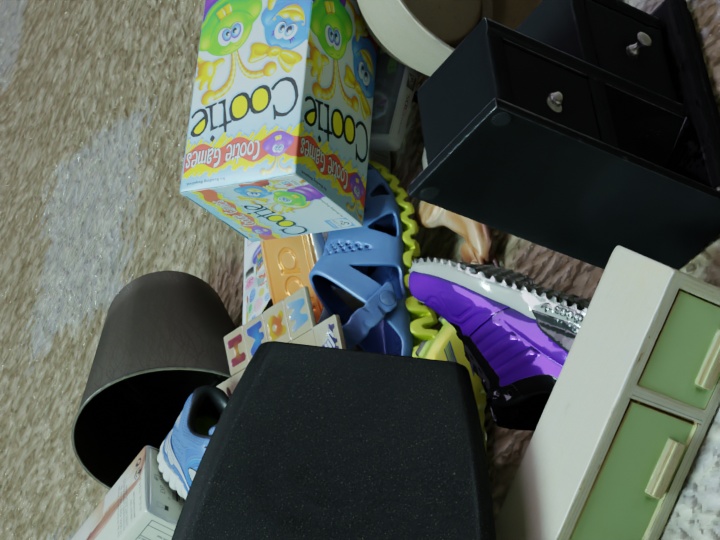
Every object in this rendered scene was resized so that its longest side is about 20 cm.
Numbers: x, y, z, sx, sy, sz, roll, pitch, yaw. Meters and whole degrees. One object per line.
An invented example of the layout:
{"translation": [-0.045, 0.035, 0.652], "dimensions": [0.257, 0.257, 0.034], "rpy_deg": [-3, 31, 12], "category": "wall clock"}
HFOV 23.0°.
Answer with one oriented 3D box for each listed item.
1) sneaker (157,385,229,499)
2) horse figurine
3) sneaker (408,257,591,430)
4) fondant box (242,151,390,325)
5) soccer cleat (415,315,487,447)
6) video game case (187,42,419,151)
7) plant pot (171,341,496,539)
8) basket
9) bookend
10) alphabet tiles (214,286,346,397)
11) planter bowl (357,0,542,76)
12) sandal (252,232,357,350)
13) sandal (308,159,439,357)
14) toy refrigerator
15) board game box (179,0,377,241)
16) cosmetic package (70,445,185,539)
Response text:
{"translation": [-0.094, 0.160, 1.331], "dimensions": [0.200, 0.079, 0.089], "rpy_deg": [49, 133, 43], "category": "sneaker"}
{"translation": [0.066, -0.086, 1.379], "dimensions": [0.133, 0.050, 0.200], "rpy_deg": [-23, 56, 61], "category": "horse figurine"}
{"translation": [0.098, 0.054, 1.186], "dimensions": [0.200, 0.070, 0.100], "rpy_deg": [21, 100, 44], "category": "sneaker"}
{"translation": [-0.038, -0.032, 1.505], "dimensions": [0.144, 0.058, 0.200], "rpy_deg": [-37, 42, 42], "category": "fondant box"}
{"translation": [0.066, 0.116, 1.261], "dimensions": [0.084, 0.065, 0.200], "rpy_deg": [20, 84, 29], "category": "soccer cleat"}
{"translation": [-0.036, -0.185, 1.432], "dimensions": [0.200, 0.023, 0.182], "rpy_deg": [4, 72, 32], "category": "video game case"}
{"translation": [-0.008, 0.157, 1.135], "dimensions": [0.200, 0.199, 0.178], "rpy_deg": [90, -172, -63], "category": "plant pot"}
{"translation": [-0.162, 0.094, 1.548], "dimensions": [0.200, 0.180, 0.136], "rpy_deg": [-107, 25, -61], "category": "basket"}
{"translation": [0.128, -0.116, 1.143], "dimensions": [0.092, 0.199, 0.200], "rpy_deg": [-45, 37, 39], "category": "bookend"}
{"translation": [-0.058, 0.111, 1.348], "dimensions": [0.200, 0.006, 0.167], "rpy_deg": [-32, 66, 53], "category": "alphabet tiles"}
{"translation": [0.076, -0.223, 1.318], "dimensions": [0.135, 0.200, 0.200], "rpy_deg": [149, 134, -65], "category": "planter bowl"}
{"translation": [-0.057, 0.038, 1.395], "dimensions": [0.079, 0.059, 0.207], "rpy_deg": [-9, 100, 42], "category": "sandal"}
{"translation": [0.000, 0.000, 1.347], "dimensions": [0.079, 0.087, 0.200], "rpy_deg": [126, 136, -51], "category": "sandal"}
{"translation": [0.162, 0.095, 1.081], "dimensions": [0.070, 0.076, 0.200], "rpy_deg": [29, 97, 60], "category": "toy refrigerator"}
{"translation": [-0.057, -0.137, 1.345], "dimensions": [0.103, 0.105, 0.200], "rpy_deg": [-7, 66, 29], "category": "board game box"}
{"translation": [-0.186, 0.252, 1.433], "dimensions": [0.200, 0.103, 0.087], "rpy_deg": [-50, 25, 22], "category": "cosmetic package"}
